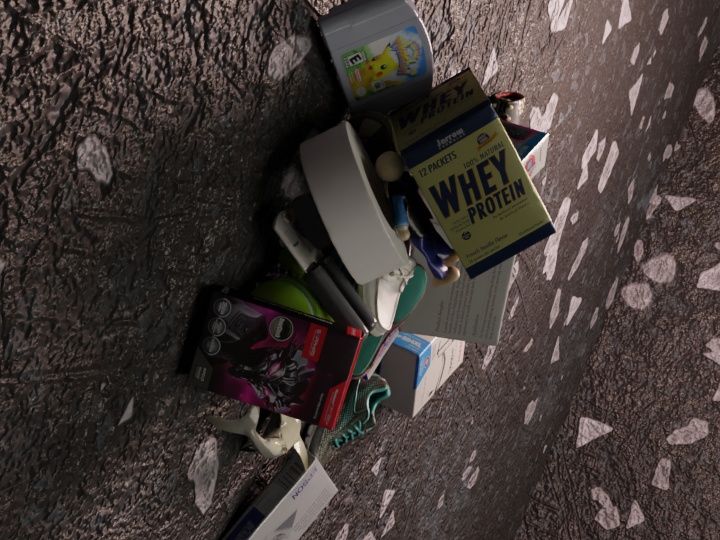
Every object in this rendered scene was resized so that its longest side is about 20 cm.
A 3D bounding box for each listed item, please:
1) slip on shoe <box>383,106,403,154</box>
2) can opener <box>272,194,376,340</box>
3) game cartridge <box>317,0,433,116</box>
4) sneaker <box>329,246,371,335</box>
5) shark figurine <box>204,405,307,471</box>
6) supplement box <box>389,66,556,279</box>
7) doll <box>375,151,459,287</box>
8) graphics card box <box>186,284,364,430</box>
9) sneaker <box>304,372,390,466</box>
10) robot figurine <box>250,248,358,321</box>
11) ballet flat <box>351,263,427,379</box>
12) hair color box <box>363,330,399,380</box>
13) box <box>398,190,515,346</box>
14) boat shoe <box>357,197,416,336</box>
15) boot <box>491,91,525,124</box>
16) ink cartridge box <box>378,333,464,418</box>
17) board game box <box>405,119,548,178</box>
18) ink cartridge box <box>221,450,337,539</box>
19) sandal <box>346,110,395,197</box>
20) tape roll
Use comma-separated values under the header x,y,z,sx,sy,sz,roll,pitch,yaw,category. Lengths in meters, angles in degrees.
x,y,z,sx,sy,sz,roll,pitch,yaw,category
0.044,-0.254,1.554,0.073,0.062,0.201,-21,137,4,slip on shoe
-0.043,0.002,1.392,0.202,0.066,0.053,58,40,-10,can opener
0.028,-0.283,1.426,0.132,0.041,0.201,-25,147,0,game cartridge
0.000,0.000,1.591,0.078,0.089,0.204,11,80,-34,sneaker
-0.142,0.238,1.533,0.214,0.088,0.131,-1,77,-72,shark figurine
0.149,-0.137,1.477,0.201,0.133,0.201,58,9,-22,supplement box
0.073,-0.077,1.467,0.201,0.048,0.138,57,25,-31,doll
-0.106,0.108,1.353,0.051,0.197,0.128,-79,-172,-80,graphics card box
-0.020,0.244,1.766,0.202,0.090,0.078,-60,153,-19,sneaker
-0.079,0.064,1.458,0.199,0.114,0.179,-10,108,-55,robot figurine
0.029,0.073,1.628,0.202,0.069,0.071,-57,-176,-4,ballet flat
0.001,0.070,1.709,0.110,0.064,0.201,-55,151,-26,hair color box
0.155,-0.022,1.752,0.201,0.168,0.202,-83,-179,-62,box
0.044,-0.010,1.505,0.071,0.068,0.204,31,60,-55,boat shoe
0.240,-0.232,1.962,0.203,0.072,0.156,-37,138,-56,boot
0.116,0.147,1.983,0.200,0.083,0.148,-41,143,-45,ink cartridge box
0.176,-0.186,1.704,0.147,0.197,0.065,-44,146,-43,board game box
-0.119,0.396,1.696,0.200,0.040,0.201,-49,151,-15,ink cartridge box
0.014,-0.166,1.533,0.058,0.079,0.202,-60,167,-23,sandal
-0.008,-0.088,1.409,0.070,0.205,0.203,-24,155,9,tape roll
